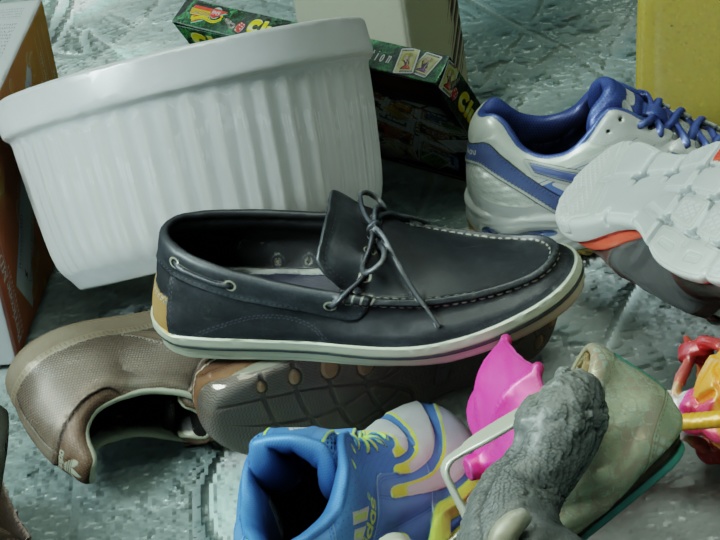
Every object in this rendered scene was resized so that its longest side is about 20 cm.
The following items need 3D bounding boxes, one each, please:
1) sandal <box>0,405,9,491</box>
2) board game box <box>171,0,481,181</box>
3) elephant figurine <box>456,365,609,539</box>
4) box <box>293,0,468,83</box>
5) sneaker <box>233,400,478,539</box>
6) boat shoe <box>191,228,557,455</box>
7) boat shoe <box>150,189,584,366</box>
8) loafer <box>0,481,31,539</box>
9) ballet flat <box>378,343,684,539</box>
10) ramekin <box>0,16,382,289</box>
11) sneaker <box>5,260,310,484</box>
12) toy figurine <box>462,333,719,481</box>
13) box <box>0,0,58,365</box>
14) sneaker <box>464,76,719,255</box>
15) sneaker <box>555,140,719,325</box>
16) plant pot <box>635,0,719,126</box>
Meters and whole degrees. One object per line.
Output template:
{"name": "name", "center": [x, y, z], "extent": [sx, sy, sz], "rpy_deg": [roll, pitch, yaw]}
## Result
{"name": "sandal", "center": [-0.213, 0.128, 0.930], "extent": [0.201, 0.057, 0.080], "rpy_deg": [-43, 27, 14]}
{"name": "board game box", "center": [-0.009, -0.102, 1.315], "extent": [0.199, 0.105, 0.024], "rpy_deg": [18, 69, 37]}
{"name": "elephant figurine", "center": [0.053, 0.155, 0.798], "extent": [0.199, 0.156, 0.141], "rpy_deg": [-30, 21, -16]}
{"name": "box", "center": [0.005, -0.188, 1.356], "extent": [0.082, 0.201, 0.068], "rpy_deg": [9, 35, 28]}
{"name": "sneaker", "center": [0.001, 0.093, 0.974], "extent": [0.075, 0.105, 0.200], "rpy_deg": [2, 32, 19]}
{"name": "boat shoe", "center": [0.001, 0.031, 1.103], "extent": [0.199, 0.076, 0.072], "rpy_deg": [-16, 46, -31]}
{"name": "boat shoe", "center": [0.000, 0.000, 1.027], "extent": [0.199, 0.062, 0.075], "rpy_deg": [-1, 32, 11]}
{"name": "loafer", "center": [-0.165, 0.143, 0.991], "extent": [0.073, 0.071, 0.200], "rpy_deg": [-54, 23, 10]}
{"name": "ballet flat", "center": [0.040, 0.109, 0.892], "extent": [0.200, 0.062, 0.067], "rpy_deg": [-45, 8, -4]}
{"name": "ramekin", "center": [-0.082, -0.058, 1.195], "extent": [0.199, 0.106, 0.200], "rpy_deg": [-14, 1, 0]}
{"name": "sneaker", "center": [-0.071, 0.050, 1.128], "extent": [0.199, 0.071, 0.076], "rpy_deg": [-20, 57, -21]}
{"name": "toy figurine", "center": [0.139, 0.060, 0.993], "extent": [0.183, 0.151, 0.200], "rpy_deg": [-6, 7, 24]}
{"name": "box", "center": [-0.227, -0.049, 1.262], "extent": [0.097, 0.125, 0.200], "rpy_deg": [-4, 31, 8]}
{"name": "sneaker", "center": [0.153, -0.059, 1.208], "extent": [0.199, 0.089, 0.075], "rpy_deg": [-7, 28, 2]}
{"name": "sneaker", "center": [0.173, -0.013, 1.106], "extent": [0.077, 0.082, 0.200], "rpy_deg": [-47, 23, -7]}
{"name": "plant pot", "center": [0.259, -0.191, 1.292], "extent": [0.193, 0.201, 0.196], "rpy_deg": [2, 31, 20]}
